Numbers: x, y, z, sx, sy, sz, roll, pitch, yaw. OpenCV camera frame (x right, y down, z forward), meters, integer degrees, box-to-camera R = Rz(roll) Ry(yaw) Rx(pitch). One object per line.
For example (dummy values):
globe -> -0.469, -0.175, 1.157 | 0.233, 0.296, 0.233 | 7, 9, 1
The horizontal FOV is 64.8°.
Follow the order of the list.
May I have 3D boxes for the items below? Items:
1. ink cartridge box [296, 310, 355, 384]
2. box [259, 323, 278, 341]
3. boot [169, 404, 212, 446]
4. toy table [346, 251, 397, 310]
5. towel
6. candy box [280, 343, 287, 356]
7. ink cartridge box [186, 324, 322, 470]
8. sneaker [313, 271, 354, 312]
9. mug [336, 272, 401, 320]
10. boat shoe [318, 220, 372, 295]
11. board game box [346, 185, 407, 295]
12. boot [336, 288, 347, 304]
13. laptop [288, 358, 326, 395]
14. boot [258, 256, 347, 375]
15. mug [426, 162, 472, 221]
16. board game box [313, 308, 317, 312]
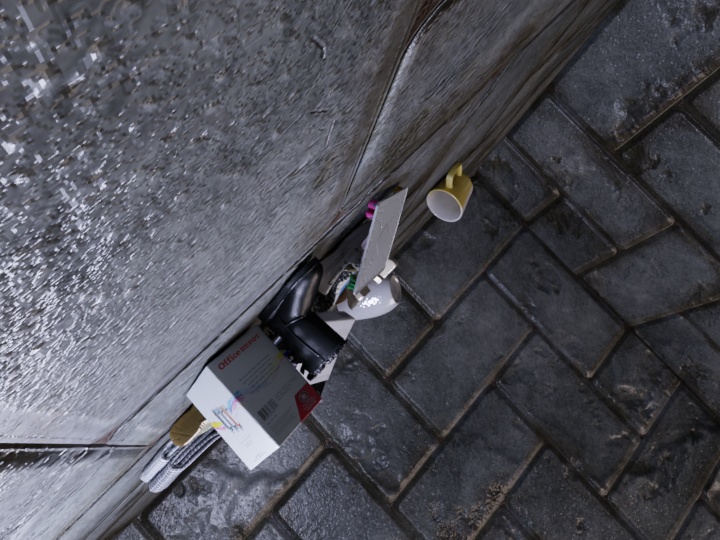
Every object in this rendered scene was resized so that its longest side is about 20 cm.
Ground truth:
ink cartridge box -> -0.105, 0.188, 1.367 | 0.199, 0.044, 0.179 | 5, 112, -65
box -> -0.189, 0.132, 1.295 | 0.160, 0.044, 0.200 | -45, 176, -9
boot -> -0.350, 0.326, 1.358 | 0.199, 0.072, 0.155 | -41, 176, 2
toy table -> 0.000, 0.000, 1.459 | 0.200, 0.117, 0.184 | -48, 176, 39
towel -> -0.483, 0.495, 1.544 | 0.166, 0.086, 0.200 | -48, 176, 37
candy box -> -0.196, 0.252, 1.486 | 0.169, 0.077, 0.200 | -45, 137, -3
ink cartridge box -> -0.208, 0.244, 1.102 | 0.145, 0.201, 0.145 | -40, 176, -46
sneaker -> -0.057, 0.023, 1.363 | 0.200, 0.079, 0.089 | -49, 172, 32
mug -> 0.028, 0.043, 1.739 | 0.172, 0.205, 0.147 | -10, 167, 25
boat shoe -> -0.028, -0.025, 1.229 | 0.200, 0.069, 0.071 | -45, 176, -18
board game box -> 0.037, -0.071, 1.216 | 0.200, 0.025, 0.204 | -38, 147, -63
boot -> -0.018, 0.005, 1.654 | 0.200, 0.074, 0.155 | -47, 180, 37
laptop -> -0.171, 0.240, 1.416 | 0.189, 0.113, 0.203 | 64, 38, -47
boot -> -0.090, 0.093, 1.077 | 0.199, 0.162, 0.073 | -47, 177, 28
mug -> 0.352, -0.295, 2.101 | 0.154, 0.149, 0.186 | -52, -174, -29
board game box -> -0.111, 0.138, 1.583 | 0.200, 0.033, 0.138 | 121, -29, -75
